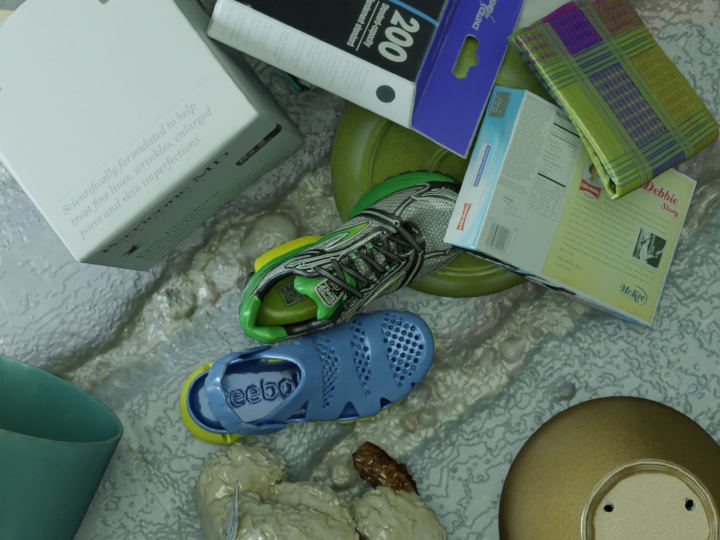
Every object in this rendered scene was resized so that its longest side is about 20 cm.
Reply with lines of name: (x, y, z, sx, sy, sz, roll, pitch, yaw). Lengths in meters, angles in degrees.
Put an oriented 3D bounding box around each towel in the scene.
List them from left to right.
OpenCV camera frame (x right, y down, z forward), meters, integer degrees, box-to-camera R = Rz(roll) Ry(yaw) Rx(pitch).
towel: (0.186, -0.131, 1.440, 0.023, 0.200, 0.144, -37, 87, 33)

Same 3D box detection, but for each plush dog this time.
plush dog: (-0.014, 0.212, 1.436, 0.170, 0.160, 0.202, -7, 83, -22)

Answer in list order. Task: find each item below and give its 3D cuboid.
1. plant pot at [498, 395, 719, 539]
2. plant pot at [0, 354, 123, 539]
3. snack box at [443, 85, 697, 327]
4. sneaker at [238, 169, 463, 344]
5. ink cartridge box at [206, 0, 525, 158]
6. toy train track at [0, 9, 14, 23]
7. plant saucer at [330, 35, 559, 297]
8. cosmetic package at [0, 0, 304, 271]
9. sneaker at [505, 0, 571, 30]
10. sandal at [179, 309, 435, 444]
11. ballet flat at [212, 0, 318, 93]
plant pot: (0.193, 0.179, 1.393, 0.184, 0.200, 0.189, 0, 85, 1)
plant pot: (-0.288, 0.156, 1.422, 0.199, 0.201, 0.162, 21, 99, 4)
snack box: (0.155, -0.043, 1.434, 0.199, 0.037, 0.117, 23, 84, -40)
sneaker: (0.000, 0.000, 1.430, 0.199, 0.085, 0.078, -30, 107, 19)
ink cartridge box: (0.015, -0.192, 1.398, 0.198, 0.044, 0.199, 26, 45, -4)
toy train track: (-0.348, -0.195, 1.536, 0.198, 0.033, 0.116, 7, 92, 9)
plant saucer: (0.077, -0.070, 1.465, 0.198, 0.031, 0.202, 0, 109, -1)
cosmetic package: (-0.163, -0.114, 1.426, 0.164, 0.200, 0.165, -39, 84, 6)
sneaker: (0.076, -0.165, 1.505, 0.198, 0.075, 0.088, -8, 67, -2)
sandal: (-0.039, 0.080, 1.468, 0.198, 0.087, 0.080, -19, 82, -2)
ballet flat: (-0.086, -0.217, 1.480, 0.200, 0.072, 0.072, 43, 87, -24)
